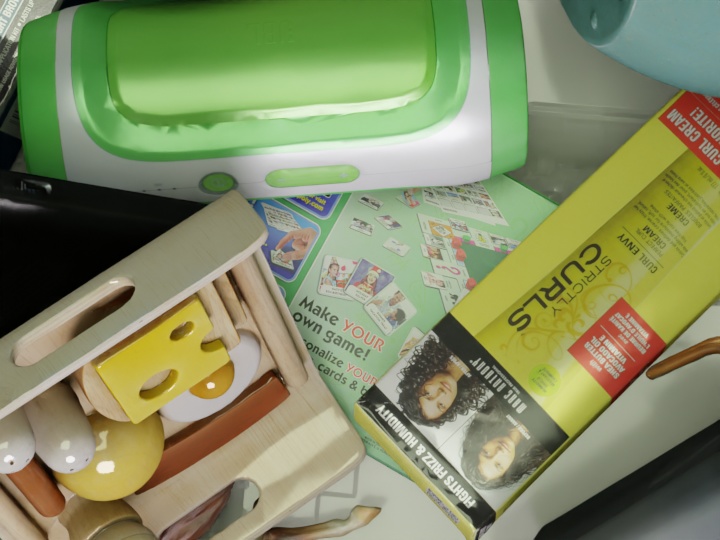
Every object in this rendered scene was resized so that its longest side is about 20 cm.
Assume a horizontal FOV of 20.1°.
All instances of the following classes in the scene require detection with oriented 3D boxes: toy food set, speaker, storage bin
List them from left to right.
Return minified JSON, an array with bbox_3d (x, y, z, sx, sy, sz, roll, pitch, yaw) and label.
[{"bbox_3d":[-0.075,0.065,0.752,0.143,0.200,0.061,-34,63,-7],"label":"toy food set"},{"bbox_3d":[-0.034,-0.072,0.823,0.198,0.088,0.089,-4,87,0],"label":"speaker"},{"bbox_3d":[0.129,0.112,0.788,0.134,0.200,0.146,-28,86,11],"label":"storage bin"}]

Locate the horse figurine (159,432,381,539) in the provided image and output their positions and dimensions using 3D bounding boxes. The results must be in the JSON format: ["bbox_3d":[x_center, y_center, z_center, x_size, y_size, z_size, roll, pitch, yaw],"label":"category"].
[{"bbox_3d":[-0.027,0.162,0.861,0.132,0.050,0.201,-37,87,-4],"label":"horse figurine"}]

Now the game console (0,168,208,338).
[{"bbox_3d":[-0.164,-0.049,0.792,0.175,0.200,0.117,9,72,-26],"label":"game console"}]

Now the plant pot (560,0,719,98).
[{"bbox_3d":[0.159,-0.153,0.769,0.160,0.201,0.202,-7,87,-11],"label":"plant pot"}]

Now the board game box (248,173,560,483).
[{"bbox_3d":[0.000,0.000,0.876,0.199,0.029,0.135,30,89,4],"label":"board game box"}]

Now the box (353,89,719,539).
[{"bbox_3d":[0.092,0.015,0.824,0.200,0.050,0.075,-42,81,-9],"label":"box"}]

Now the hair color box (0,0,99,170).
[{"bbox_3d":[-0.225,-0.127,0.879,0.199,0.061,0.101,28,89,5],"label":"hair color box"}]
